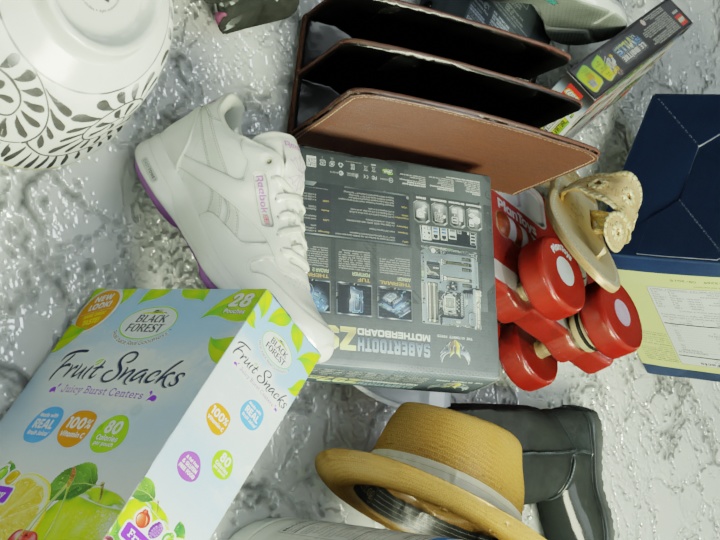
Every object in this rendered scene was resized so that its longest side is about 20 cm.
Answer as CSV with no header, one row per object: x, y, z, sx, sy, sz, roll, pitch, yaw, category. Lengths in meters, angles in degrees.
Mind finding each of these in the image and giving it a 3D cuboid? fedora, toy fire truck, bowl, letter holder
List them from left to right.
-0.180,-0.167,0.802,0.200,0.094,0.202,5,83,-45,bowl
0.065,0.150,0.956,0.200,0.200,0.082,39,65,-36,fedora
0.066,-0.136,0.968,0.199,0.142,0.101,11,78,-22,letter holder
0.150,-0.003,1.121,0.200,0.112,0.169,31,46,-38,toy fire truck

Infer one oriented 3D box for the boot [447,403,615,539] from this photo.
0.129,0.192,1.104,0.199,0.065,0.166,6,75,-47,boot

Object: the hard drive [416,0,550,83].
0.122,-0.245,1.152,0.139,0.033,0.201,41,61,-36,hard drive

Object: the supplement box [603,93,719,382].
0.336,-0.028,1.253,0.200,0.134,0.201,56,52,-43,supplement box

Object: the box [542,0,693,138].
0.212,-0.165,1.175,0.035,0.110,0.200,47,46,6,box

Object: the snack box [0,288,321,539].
-0.141,0.103,0.769,0.068,0.168,0.201,54,52,-32,snack box

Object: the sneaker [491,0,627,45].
0.165,-0.253,1.125,0.200,0.070,0.081,21,61,-46,sneaker

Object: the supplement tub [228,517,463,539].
0.001,0.237,0.880,0.131,0.199,0.133,5,83,-45,supplement tub

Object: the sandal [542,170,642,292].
0.202,-0.062,1.113,0.078,0.070,0.212,40,19,-16,sandal

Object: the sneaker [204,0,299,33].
-0.083,-0.221,0.863,0.080,0.200,0.087,-20,88,-12,sneaker

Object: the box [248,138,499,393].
0.000,0.000,0.938,0.199,0.051,0.159,6,71,-22,box

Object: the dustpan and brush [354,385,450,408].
-0.013,0.029,0.975,0.199,0.057,0.141,7,83,-14,dustpan and brush

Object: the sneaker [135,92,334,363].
-0.066,-0.032,0.841,0.200,0.099,0.075,54,3,23,sneaker
